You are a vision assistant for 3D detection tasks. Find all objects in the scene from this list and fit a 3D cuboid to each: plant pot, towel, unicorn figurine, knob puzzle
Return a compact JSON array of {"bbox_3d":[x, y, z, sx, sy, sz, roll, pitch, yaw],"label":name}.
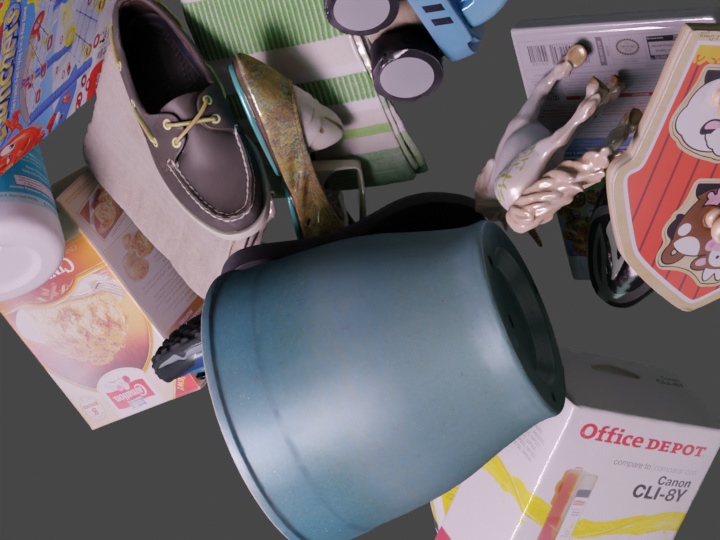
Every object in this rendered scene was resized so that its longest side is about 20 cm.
[{"bbox_3d":[0.026,0.061,1.068,0.187,0.200,0.201,-22,112,18],"label":"plant pot"},{"bbox_3d":[-0.143,-0.075,1.260,0.200,0.034,0.133,47,138,22],"label":"towel"},{"bbox_3d":[0.119,-0.073,1.053,0.074,0.200,0.138,41,108,4],"label":"unicorn figurine"},{"bbox_3d":[0.235,-0.052,0.974,0.031,0.218,0.221,-122,27,-44],"label":"knob puzzle"},{"bbox_3d":[-0.047,-0.147,1.189,0.152,0.023,0.201,-5,123,36],"label":"towel"}]

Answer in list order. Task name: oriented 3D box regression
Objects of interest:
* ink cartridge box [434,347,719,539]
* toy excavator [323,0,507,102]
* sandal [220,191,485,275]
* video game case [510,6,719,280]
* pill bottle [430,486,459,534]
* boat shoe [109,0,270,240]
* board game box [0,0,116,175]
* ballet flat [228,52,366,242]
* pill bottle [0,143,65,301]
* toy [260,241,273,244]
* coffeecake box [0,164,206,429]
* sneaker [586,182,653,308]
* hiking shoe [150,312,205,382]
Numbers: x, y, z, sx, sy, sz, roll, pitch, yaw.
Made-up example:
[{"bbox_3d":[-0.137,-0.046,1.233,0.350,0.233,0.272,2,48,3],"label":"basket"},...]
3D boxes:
[{"bbox_3d":[0.152,0.167,1.169,0.144,0.083,0.201,11,111,-29],"label":"ink cartridge box"},{"bbox_3d":[0.063,-0.225,1.002,0.199,0.100,0.195,-22,136,18],"label":"toy excavator"},{"bbox_3d":[0.000,0.001,1.176,0.199,0.043,0.076,-17,130,-4],"label":"sandal"},{"bbox_3d":[0.189,-0.079,1.095,0.142,0.018,0.201,1,124,31],"label":"video game case"},{"bbox_3d":[0.098,0.116,1.237,0.114,0.114,0.201,8,128,27],"label":"pill bottle"},{"bbox_3d":[-0.129,-0.112,1.172,0.202,0.071,0.061,59,177,23],"label":"boat shoe"},{"bbox_3d":[-0.249,-0.173,1.172,0.056,0.196,0.201,28,135,10],"label":"board game box"},{"bbox_3d":[-0.035,-0.079,1.180,0.070,0.071,0.201,2,128,31],"label":"ballet flat"},{"bbox_3d":[-0.307,-0.083,1.289,0.111,0.110,0.201,-53,47,45],"label":"pill bottle"},{"bbox_3d":[-0.064,0.072,1.351,0.115,0.047,0.201,9,129,24],"label":"toy"},{"bbox_3d":[-0.226,0.024,1.398,0.153,0.073,0.200,-23,110,40],"label":"coffeecake box"},{"bbox_3d":[0.193,-0.047,1.045,0.071,0.083,0.200,33,135,6],"label":"sneaker"},{"bbox_3d":[-0.067,0.062,1.274,0.199,0.074,0.087,-19,104,11],"label":"hiking shoe"}]
